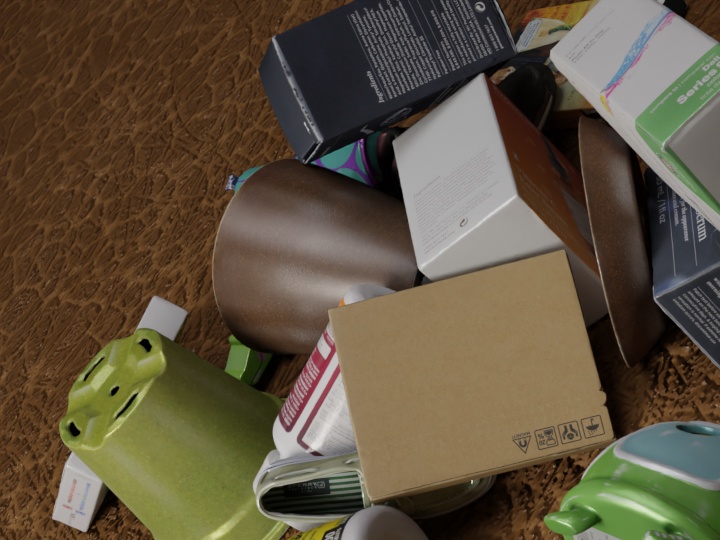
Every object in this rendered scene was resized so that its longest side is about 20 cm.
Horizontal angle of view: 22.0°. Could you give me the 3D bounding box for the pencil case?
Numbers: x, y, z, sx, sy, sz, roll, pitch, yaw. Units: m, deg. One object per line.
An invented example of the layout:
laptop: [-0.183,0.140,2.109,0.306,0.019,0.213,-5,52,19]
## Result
pencil case: [-0.042,-0.094,1.925,0.200,0.085,0.092,-18,55,40]

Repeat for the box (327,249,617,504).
box: [0.086,0.083,1.466,0.200,0.021,0.164,-14,70,5]

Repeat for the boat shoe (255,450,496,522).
boat shoe: [0.012,0.177,1.495,0.200,0.072,0.062,-10,11,6]

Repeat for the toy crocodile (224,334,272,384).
toy crocodile: [-0.082,0.029,1.857,0.068,0.062,0.200,7,61,55]

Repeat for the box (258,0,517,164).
box: [0.020,-0.189,1.672,0.200,0.104,0.148,-25,-1,-10]

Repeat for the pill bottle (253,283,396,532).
pill bottle: [-0.007,0.120,1.573,0.200,0.110,0.110,-61,28,15]

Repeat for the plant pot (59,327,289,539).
plant pot: [-0.167,0.156,1.701,0.200,0.184,0.200,-32,34,25]

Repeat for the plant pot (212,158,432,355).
plant pot: [0.000,0.000,1.697,0.200,0.187,0.187,10,62,40]

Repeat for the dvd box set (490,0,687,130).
dvd box set: [0.206,-0.198,1.780,0.200,0.029,0.146,1,56,53]

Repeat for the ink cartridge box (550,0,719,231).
ink cartridge box: [0.237,-0.105,1.307,0.088,0.145,0.200,-45,30,4]

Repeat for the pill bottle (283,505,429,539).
pill bottle: [-0.041,0.268,1.481,0.200,0.112,0.112,-26,37,33]

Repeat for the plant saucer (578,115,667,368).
plant saucer: [0.207,-0.025,1.439,0.037,0.200,0.200,-11,42,14]

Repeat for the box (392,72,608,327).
box: [0.123,-0.045,1.590,0.106,0.152,0.200,-37,33,19]

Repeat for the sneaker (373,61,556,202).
sneaker: [0.088,-0.127,1.734,0.200,0.116,0.076,-52,38,17]

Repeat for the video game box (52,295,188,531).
video game box: [-0.243,0.147,1.862,0.200,0.047,0.182,-65,4,-26]

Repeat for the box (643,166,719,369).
box: [0.324,-0.041,1.375,0.200,0.107,0.148,-29,34,28]

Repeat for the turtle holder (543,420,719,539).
turtle holder: [0.227,0.168,1.230,0.132,0.141,0.185,-45,16,-30]
